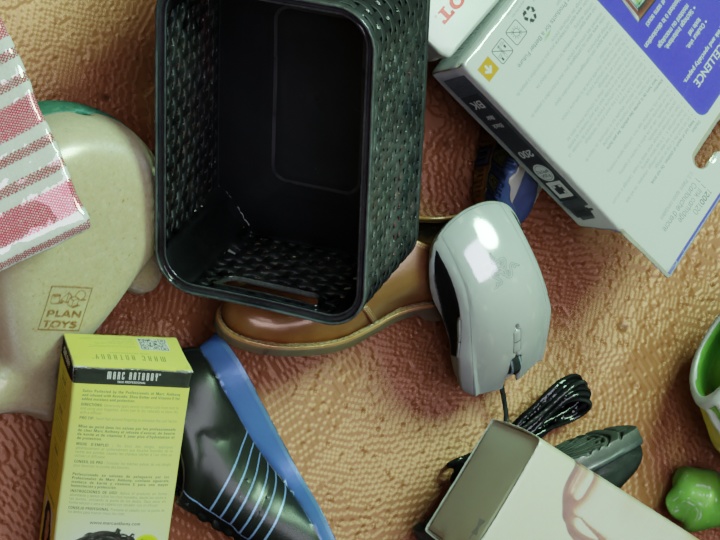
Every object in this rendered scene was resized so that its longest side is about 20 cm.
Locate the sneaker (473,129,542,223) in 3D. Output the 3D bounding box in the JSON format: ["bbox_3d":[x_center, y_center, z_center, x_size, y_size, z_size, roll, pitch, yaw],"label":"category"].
[{"bbox_3d":[0.140,-0.112,1.669,0.088,0.075,0.201,24,86,-20],"label":"sneaker"}]

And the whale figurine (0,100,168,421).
[{"bbox_3d":[-0.197,-0.008,1.556,0.159,0.104,0.201,1,115,-36],"label":"whale figurine"}]

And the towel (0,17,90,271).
[{"bbox_3d":[-0.255,-0.083,1.465,0.146,0.030,0.201,-24,88,-3],"label":"towel"}]

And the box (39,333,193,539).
[{"bbox_3d":[-0.152,0.139,1.553,0.075,0.050,0.201,2,111,-16],"label":"box"}]

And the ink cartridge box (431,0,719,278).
[{"bbox_3d":[0.170,-0.131,1.627,0.200,0.043,0.198,44,68,-20],"label":"ink cartridge box"}]

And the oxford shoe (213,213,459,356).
[{"bbox_3d":[0.000,0.000,1.615,0.199,0.071,0.071,-16,134,-24],"label":"oxford shoe"}]

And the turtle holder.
[{"bbox_3d":[0.281,0.085,1.702,0.131,0.186,0.141,23,52,-18],"label":"turtle holder"}]

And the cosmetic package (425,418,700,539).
[{"bbox_3d":[0.153,0.182,1.601,0.200,0.103,0.087,32,87,-16],"label":"cosmetic package"}]

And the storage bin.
[{"bbox_3d":[-0.041,-0.084,1.511,0.135,0.094,0.201,12,118,18],"label":"storage bin"}]

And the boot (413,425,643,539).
[{"bbox_3d":[0.145,0.221,1.683,0.164,0.066,0.201,-26,97,-8],"label":"boot"}]

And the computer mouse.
[{"bbox_3d":[0.089,0.047,1.629,0.109,0.044,0.200,-28,130,-16],"label":"computer mouse"}]

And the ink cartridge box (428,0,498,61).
[{"bbox_3d":[0.009,-0.243,1.582,0.200,0.145,0.145,44,79,-14],"label":"ink cartridge box"}]

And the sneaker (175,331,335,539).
[{"bbox_3d":[-0.074,0.140,1.611,0.078,0.070,0.200,-29,99,-5],"label":"sneaker"}]
